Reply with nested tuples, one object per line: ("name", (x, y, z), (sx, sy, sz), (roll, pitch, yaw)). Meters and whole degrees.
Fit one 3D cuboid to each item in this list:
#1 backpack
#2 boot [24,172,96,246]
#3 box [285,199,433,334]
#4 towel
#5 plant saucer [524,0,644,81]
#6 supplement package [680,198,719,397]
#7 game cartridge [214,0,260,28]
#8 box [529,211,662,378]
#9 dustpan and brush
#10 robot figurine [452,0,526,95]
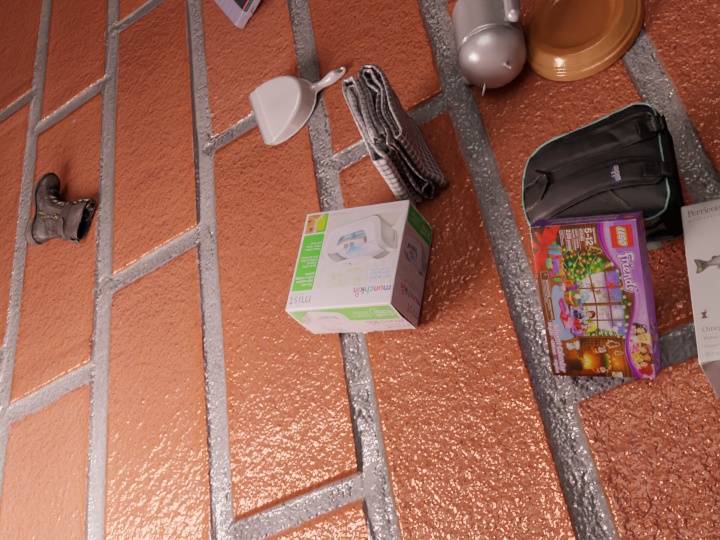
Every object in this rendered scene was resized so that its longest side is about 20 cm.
("backpack", (0.320, -0.102, 1.107), (0.196, 0.153, 0.180), (-14, 63, 26))
("boot", (-0.670, -0.142, 1.906), (0.171, 0.069, 0.204), (-8, 64, 26))
("box", (0.000, 0.000, 1.318), (0.196, 0.097, 0.180), (-4, 60, 32))
("towel", (0.055, -0.218, 1.357), (0.084, 0.166, 0.202), (-28, 51, 10))
("plant saucer", (0.349, -0.397, 1.334), (0.197, 0.037, 0.204), (-17, 57, 27))
("supplement package", (0.449, 0.027, 0.966), (0.115, 0.117, 0.204), (-13, 57, 29))
("game cartridge", (-0.248, -0.659, 1.868), (0.201, 0.038, 0.130), (-55, 47, 20))
("box", (0.293, 0.033, 1.042), (0.135, 0.039, 0.204), (-3, 106, 34))
("dustpan and brush", (-0.116, -0.343, 1.632), (0.198, 0.057, 0.142), (-34, 60, 23))
("robot figurine", (0.211, -0.384, 1.373), (0.170, 0.111, 0.204), (124, 149, -52))
